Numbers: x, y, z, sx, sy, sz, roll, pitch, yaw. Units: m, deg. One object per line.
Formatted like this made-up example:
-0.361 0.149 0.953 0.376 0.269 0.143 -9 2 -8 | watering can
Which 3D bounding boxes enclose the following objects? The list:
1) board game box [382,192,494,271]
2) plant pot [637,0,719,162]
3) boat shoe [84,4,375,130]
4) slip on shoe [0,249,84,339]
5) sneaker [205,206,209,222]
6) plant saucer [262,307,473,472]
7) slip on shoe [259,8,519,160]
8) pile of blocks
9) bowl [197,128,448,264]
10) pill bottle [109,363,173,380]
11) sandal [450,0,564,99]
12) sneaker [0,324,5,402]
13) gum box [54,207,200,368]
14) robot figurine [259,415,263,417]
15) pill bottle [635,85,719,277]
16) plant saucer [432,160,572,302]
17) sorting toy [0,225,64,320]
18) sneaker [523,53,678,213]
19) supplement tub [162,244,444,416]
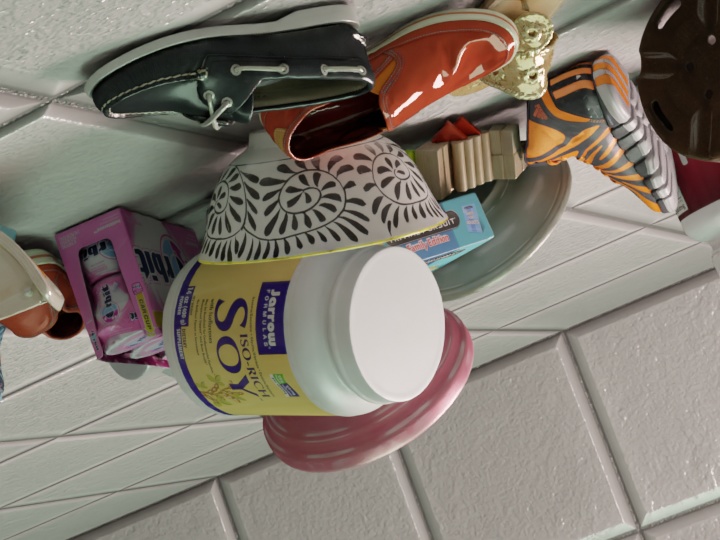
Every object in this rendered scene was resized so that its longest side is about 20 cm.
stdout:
0.000 0.000 1.700 0.151 0.047 0.200 -18 171 -41 | board game box
0.351 -0.166 1.575 0.198 0.201 0.200 -1 160 -40 | plant pot
-0.082 -0.127 1.253 0.199 0.061 0.076 -17 169 -19 | boat shoe
-0.283 0.023 1.604 0.074 0.061 0.200 -20 169 10 | slip on shoe
-0.047 -0.047 1.707 0.082 0.074 0.200 -23 171 34 | sneaker
-0.001 0.088 1.638 0.200 0.051 0.201 -23 -150 14 | plant saucer
0.024 -0.132 1.381 0.199 0.061 0.074 -20 140 3 | slip on shoe
0.063 -0.103 1.697 0.200 0.062 0.082 -18 -158 -30 | pile of blocks
-0.036 -0.069 1.482 0.200 0.095 0.201 -9 -173 1 | bowl
-0.149 0.043 1.854 0.200 0.117 0.116 -13 167 -39 | pill bottle
0.122 -0.160 1.449 0.077 0.070 0.212 -17 169 -18 | sandal
-0.352 0.087 1.743 0.079 0.096 0.200 -18 170 -17 | sneaker
-0.188 0.019 1.655 0.066 0.114 0.200 -22 169 12 | gum box
-0.053 0.063 1.810 0.200 0.145 0.058 -25 -179 -37 | robot figurine
0.345 -0.101 1.817 0.113 0.201 0.113 -22 171 -4 | pill bottle
0.102 -0.060 1.785 0.200 0.200 0.050 -25 125 25 | plant saucer
-0.317 0.024 1.426 0.199 0.107 0.180 -20 167 1 | sorting toy
0.214 -0.116 1.737 0.112 0.078 0.200 -17 134 24 | sneaker
-0.046 0.047 1.542 0.200 0.146 0.145 -4 -177 40 | supplement tub
